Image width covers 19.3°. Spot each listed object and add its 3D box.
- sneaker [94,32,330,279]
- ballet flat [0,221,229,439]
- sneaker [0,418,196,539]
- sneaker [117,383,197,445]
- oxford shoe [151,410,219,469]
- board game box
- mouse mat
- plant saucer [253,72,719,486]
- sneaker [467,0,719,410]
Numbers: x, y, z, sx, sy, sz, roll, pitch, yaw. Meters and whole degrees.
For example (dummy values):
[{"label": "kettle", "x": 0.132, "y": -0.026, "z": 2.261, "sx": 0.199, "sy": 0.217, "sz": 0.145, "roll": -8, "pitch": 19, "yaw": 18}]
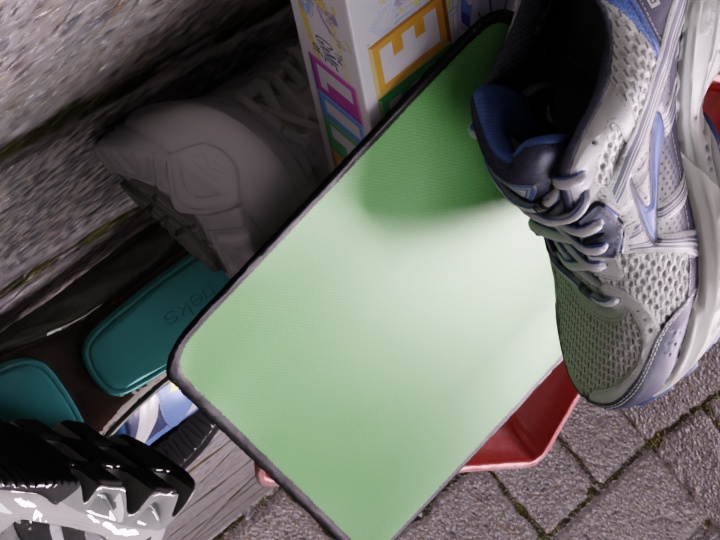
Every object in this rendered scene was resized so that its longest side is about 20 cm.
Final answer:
[{"label": "sneaker", "x": -0.034, "y": -0.051, "z": 0.762, "sx": 0.100, "sy": 0.078, "sz": 0.200, "roll": -48, "pitch": -179, "yaw": 1}, {"label": "ballet flat", "x": -0.126, "y": 0.044, "z": 0.886, "sx": 0.199, "sy": 0.068, "sz": 0.064, "roll": -35, "pitch": -157, "yaw": -21}, {"label": "sneaker", "x": -0.144, "y": 0.100, "z": 0.788, "sx": 0.199, "sy": 0.074, "sz": 0.089, "roll": 22, "pitch": 99, "yaw": -54}, {"label": "sneaker", "x": -0.149, "y": 0.091, "z": 1.047, "sx": 0.082, "sy": 0.074, "sz": 0.200, "roll": -28, "pitch": 160, "yaw": -54}, {"label": "oxford shoe", "x": -0.151, "y": 0.100, "z": 1.165, "sx": 0.199, "sy": 0.073, "sz": 0.084, "roll": -38, "pitch": -169, "yaw": -1}, {"label": "board game box", "x": 0.045, "y": -0.082, "z": 0.705, "sx": 0.134, "sy": 0.034, "sz": 0.201, "roll": -38, "pitch": 146, "yaw": -18}, {"label": "mouse mat", "x": 0.023, "y": 0.014, "z": 0.737, "sx": 0.161, "sy": 0.008, "sz": 0.200, "roll": -46, "pitch": 146, "yaw": -6}, {"label": "plant saucer", "x": 0.053, "y": -0.008, "z": 0.854, "sx": 0.199, "sy": 0.037, "sz": 0.201, "roll": 2, "pitch": 121, "yaw": -52}, {"label": "sneaker", "x": 0.070, "y": -0.038, "z": 0.679, "sx": 0.085, "sy": 0.077, "sz": 0.202, "roll": -23, "pitch": 126, "yaw": -32}]
